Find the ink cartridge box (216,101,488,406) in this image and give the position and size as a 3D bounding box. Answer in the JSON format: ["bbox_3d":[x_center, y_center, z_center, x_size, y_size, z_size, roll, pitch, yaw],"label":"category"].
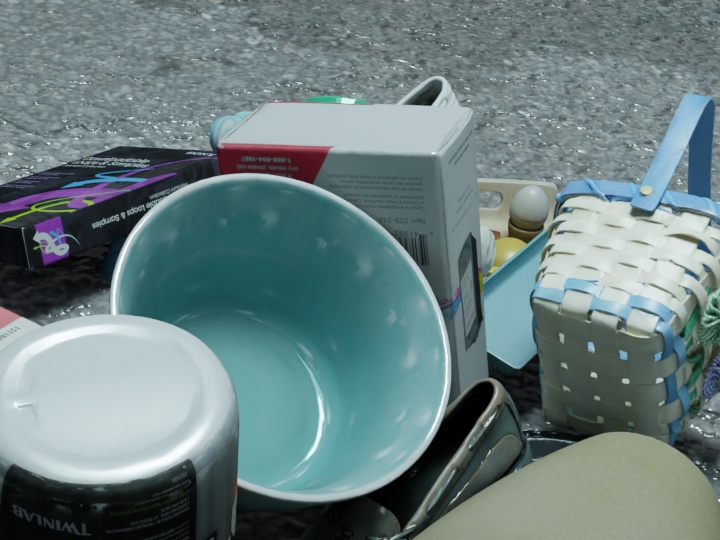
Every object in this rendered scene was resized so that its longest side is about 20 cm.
[{"bbox_3d":[0.000,0.000,0.956,0.147,0.201,0.086,4,29,19],"label":"ink cartridge box"}]

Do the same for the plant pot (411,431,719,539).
[{"bbox_3d":[0.103,0.169,0.729,0.187,0.188,0.200,22,35,21],"label":"plant pot"}]

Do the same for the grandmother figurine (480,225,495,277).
[{"bbox_3d":[-0.002,-0.018,1.067,0.199,0.061,0.121,4,21,-7],"label":"grandmother figurine"}]

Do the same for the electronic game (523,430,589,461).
[{"bbox_3d":[0.110,0.160,0.895,0.199,0.042,0.200,-1,31,1],"label":"electronic game"}]

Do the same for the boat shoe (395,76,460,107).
[{"bbox_3d":[0.004,-0.083,1.195,0.073,0.066,0.200,17,51,44],"label":"boat shoe"}]

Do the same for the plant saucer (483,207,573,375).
[{"bbox_3d":[0.135,0.012,1.092,0.070,0.019,0.200,31,43,23],"label":"plant saucer"}]

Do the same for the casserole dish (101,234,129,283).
[{"bbox_3d":[-0.103,0.004,1.107,0.121,0.039,0.200,-20,42,-39],"label":"casserole dish"}]

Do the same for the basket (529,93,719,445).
[{"bbox_3d":[0.193,0.008,0.992,0.138,0.177,0.200,10,50,23],"label":"basket"}]

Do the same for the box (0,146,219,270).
[{"bbox_3d":[-0.210,-0.052,1.132,0.143,0.036,0.200,7,22,42],"label":"box"}]

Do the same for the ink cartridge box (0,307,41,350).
[{"bbox_3d":[-0.191,0.098,0.898,0.199,0.068,0.116,22,33,21],"label":"ink cartridge box"}]

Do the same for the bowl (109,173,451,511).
[{"bbox_3d":[-0.059,0.057,0.861,0.200,0.105,0.202,13,54,-19],"label":"bowl"}]

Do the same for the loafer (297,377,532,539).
[{"bbox_3d":[0.016,0.133,0.848,0.200,0.063,0.072,-38,41,-28],"label":"loafer"}]

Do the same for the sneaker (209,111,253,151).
[{"bbox_3d":[-0.078,-0.090,1.165,0.082,0.074,0.200,19,-9,-10],"label":"sneaker"}]

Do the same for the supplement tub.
[{"bbox_3d":[-0.120,0.132,0.723,0.122,0.201,0.123,4,37,-3],"label":"supplement tub"}]

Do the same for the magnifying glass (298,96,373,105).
[{"bbox_3d":[-0.011,-0.066,1.056,0.079,0.200,0.023,6,70,4],"label":"magnifying glass"}]

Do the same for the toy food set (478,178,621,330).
[{"bbox_3d":[0.107,-0.014,1.167,0.143,0.061,0.200,3,31,-10],"label":"toy food set"}]
